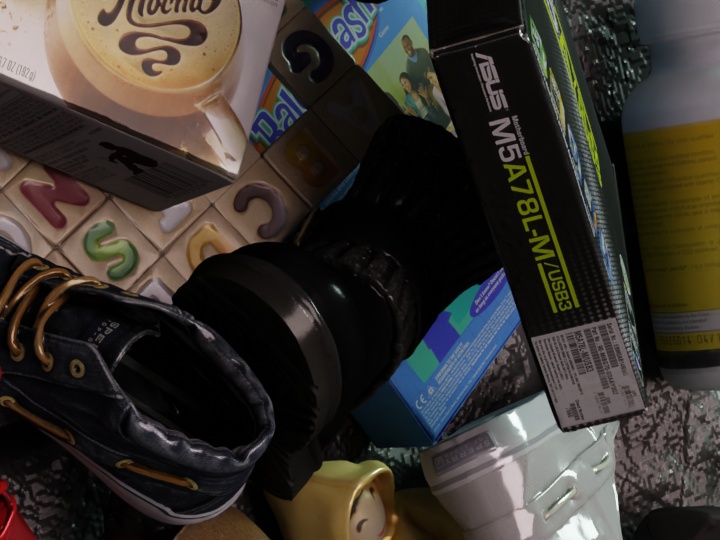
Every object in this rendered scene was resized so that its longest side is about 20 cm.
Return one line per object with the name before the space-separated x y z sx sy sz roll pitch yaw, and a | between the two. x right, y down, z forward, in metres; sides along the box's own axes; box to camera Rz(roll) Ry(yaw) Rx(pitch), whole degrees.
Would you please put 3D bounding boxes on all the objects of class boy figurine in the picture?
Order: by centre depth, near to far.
boy figurine | 0.030 0.150 1.345 0.200 0.064 0.125 54 55 -29

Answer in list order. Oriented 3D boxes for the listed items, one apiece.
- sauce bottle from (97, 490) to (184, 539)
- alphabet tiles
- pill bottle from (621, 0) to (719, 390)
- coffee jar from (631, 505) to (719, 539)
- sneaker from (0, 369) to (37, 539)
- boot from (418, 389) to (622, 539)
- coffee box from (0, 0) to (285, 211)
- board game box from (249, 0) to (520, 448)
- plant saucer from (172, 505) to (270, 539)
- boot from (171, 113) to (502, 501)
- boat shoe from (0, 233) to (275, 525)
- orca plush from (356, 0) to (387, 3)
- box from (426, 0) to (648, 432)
sauce bottle | -0.100 0.165 1.221 0.065 0.065 0.201 24 67 -39
alphabet tiles | -0.098 -0.064 1.243 0.167 0.008 0.200 47 63 -6
pill bottle | 0.194 -0.045 1.485 0.112 0.112 0.201 -12 94 -43
coffee jar | 0.219 0.182 1.502 0.199 0.085 0.105 18 77 -41
sneaker | -0.165 0.087 1.132 0.200 0.115 0.079 45 57 -30
boot | 0.089 0.107 1.356 0.096 0.073 0.200 65 23 2
coffee box | -0.137 -0.116 1.176 0.199 0.080 0.114 23 71 -25
board game box | 0.006 -0.041 1.354 0.152 0.045 0.200 -51 119 -33
plant saucer | -0.053 0.199 1.213 0.200 0.035 0.201 5 90 -72
boot | -0.002 -0.001 1.209 0.079 0.211 0.158 41 74 7
boat shoe | -0.122 0.022 1.147 0.200 0.091 0.071 32 65 -3
orca plush | -0.013 -0.188 1.286 0.199 0.071 0.106 20 51 -28
box | 0.073 -0.066 1.246 0.194 0.047 0.201 -86 160 -55
